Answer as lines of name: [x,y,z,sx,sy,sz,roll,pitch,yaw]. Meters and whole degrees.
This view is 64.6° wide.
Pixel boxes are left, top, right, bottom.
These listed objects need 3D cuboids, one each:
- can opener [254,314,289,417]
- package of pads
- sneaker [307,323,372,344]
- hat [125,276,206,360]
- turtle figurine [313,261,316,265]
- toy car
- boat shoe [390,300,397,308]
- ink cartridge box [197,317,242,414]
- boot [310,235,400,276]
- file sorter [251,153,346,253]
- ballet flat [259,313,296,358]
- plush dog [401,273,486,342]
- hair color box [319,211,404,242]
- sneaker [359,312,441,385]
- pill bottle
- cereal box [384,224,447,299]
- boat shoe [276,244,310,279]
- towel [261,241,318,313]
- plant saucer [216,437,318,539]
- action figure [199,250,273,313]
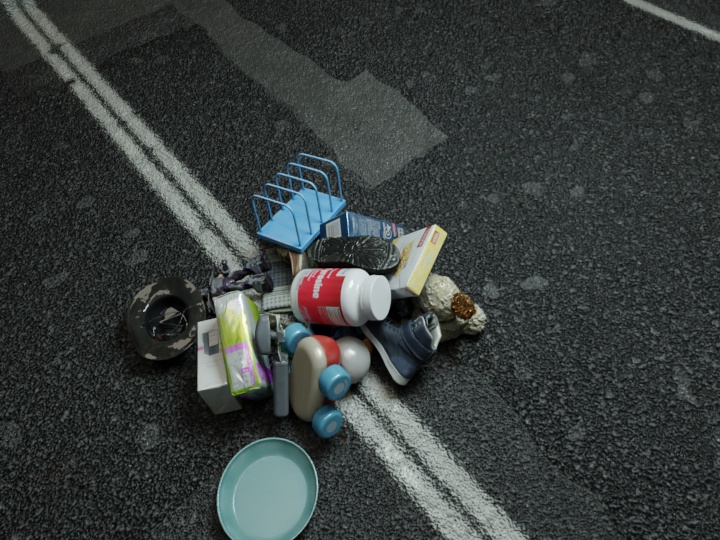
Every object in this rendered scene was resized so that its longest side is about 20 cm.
can opener: [-0.174,0.186,1.121,0.064,0.208,0.053,-1,12,-8]
package of pads: [-0.237,0.157,1.169,0.066,0.155,0.207,-15,74,-1]
sneaker: [-0.032,0.130,1.256,0.193,0.084,0.075,-17,52,-10]
hat: [-0.433,0.119,1.303,0.192,0.082,0.207,-2,62,4]
turtle figurine: [-0.050,-0.076,1.387,0.194,0.065,0.164,22,47,-6]
toy car: [-0.047,0.209,1.181,0.195,0.183,0.183,-9,32,-38]
boat shoe: [0.095,0.013,1.338,0.061,0.075,0.200,38,74,17]
ink cartridge box: [-0.301,0.184,1.217,0.065,0.119,0.205,-11,53,-1]
boot: [0.000,-0.002,1.249,0.203,0.159,0.082,8,60,20]
file sorter: [-0.146,-0.168,1.354,0.135,0.126,0.201,18,48,26]
ballet flat: [-0.187,0.134,1.284,0.194,0.070,0.075,20,37,21]
plush dog: [0.163,0.075,1.220,0.197,0.174,0.160,34,62,26]
hair color box: [0.008,-0.077,1.320,0.098,0.196,0.063,-18,72,42]
sneaker: [0.080,0.109,1.179,0.076,0.147,0.205,-7,56,-55]
pill bottle: [-0.040,0.054,1.166,0.194,0.114,0.115,0,49,32]
cereal box: [0.095,-0.012,1.206,0.039,0.199,0.147,31,73,-15]
boat shoe: [-0.164,-0.046,1.376,0.069,0.077,0.203,-13,41,2]
towel: [-0.142,0.014,1.389,0.192,0.035,0.197,-8,50,2]
plant saucer: [-0.174,0.424,1.081,0.192,0.036,0.206,-2,54,3]
action figure: [-0.304,0.027,1.353,0.193,0.070,0.134,-18,57,11]
